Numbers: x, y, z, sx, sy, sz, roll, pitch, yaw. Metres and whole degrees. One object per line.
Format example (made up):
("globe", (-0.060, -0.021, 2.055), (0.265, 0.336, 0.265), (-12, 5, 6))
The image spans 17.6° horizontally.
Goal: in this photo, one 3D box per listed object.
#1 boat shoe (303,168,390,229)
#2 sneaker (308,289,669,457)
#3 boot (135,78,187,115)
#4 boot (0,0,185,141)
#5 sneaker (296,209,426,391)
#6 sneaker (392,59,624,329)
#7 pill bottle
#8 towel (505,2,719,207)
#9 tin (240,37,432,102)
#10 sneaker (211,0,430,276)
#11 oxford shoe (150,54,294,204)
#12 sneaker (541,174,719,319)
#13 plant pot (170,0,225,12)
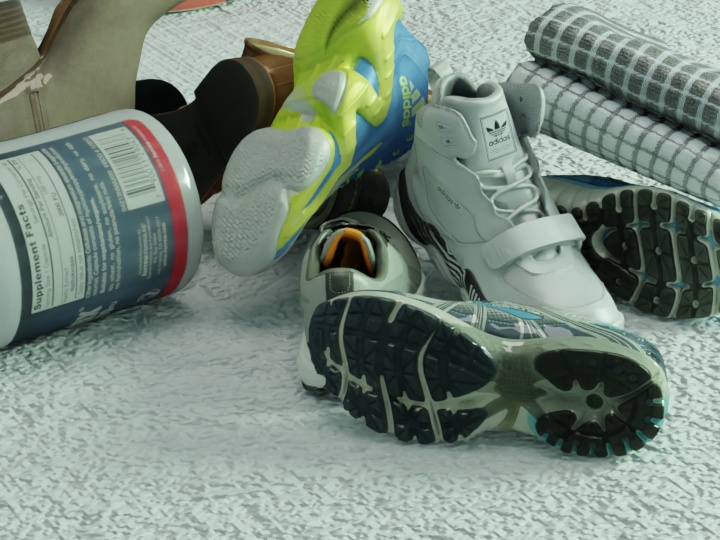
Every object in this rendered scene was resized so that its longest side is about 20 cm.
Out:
("boat shoe", (-0.037, -0.062, 1.558), (0.073, 0.075, 0.200), (15, 12, -22))
("sneaker", (0.071, 0.052, 1.263), (0.199, 0.078, 0.086), (13, 19, 11))
("boot", (-0.227, -0.097, 1.669), (0.199, 0.075, 0.097), (-7, 5, -11))
("boot", (-0.181, -0.124, 1.598), (0.199, 0.147, 0.070), (-16, 1, -11))
("sneaker", (0.000, 0.000, 1.372), (0.074, 0.080, 0.200), (-3, 21, 3))
("sneaker", (0.087, -0.038, 1.370), (0.075, 0.115, 0.200), (-18, 42, -26))
("pill bottle", (-0.206, -0.018, 1.382), (0.200, 0.120, 0.119), (-18, 27, -33))
("towel", (0.200, -0.096, 1.454), (0.165, 0.086, 0.200), (25, 7, 25))
("tin", (0.008, -0.116, 1.615), (0.199, 0.042, 0.112), (16, 14, -18))
("sneaker", (-0.011, -0.073, 1.422), (0.076, 0.200, 0.105), (20, -10, 45))
("oxford shoe", (-0.092, -0.083, 1.515), (0.071, 0.071, 0.200), (-16, -8, -39))
("sneaker", (0.172, -0.029, 1.429), (0.200, 0.079, 0.090), (18, 27, 40))
("plant pot", (-0.173, -0.332, 2.064), (0.200, 0.178, 0.201), (-2, 22, 1))
